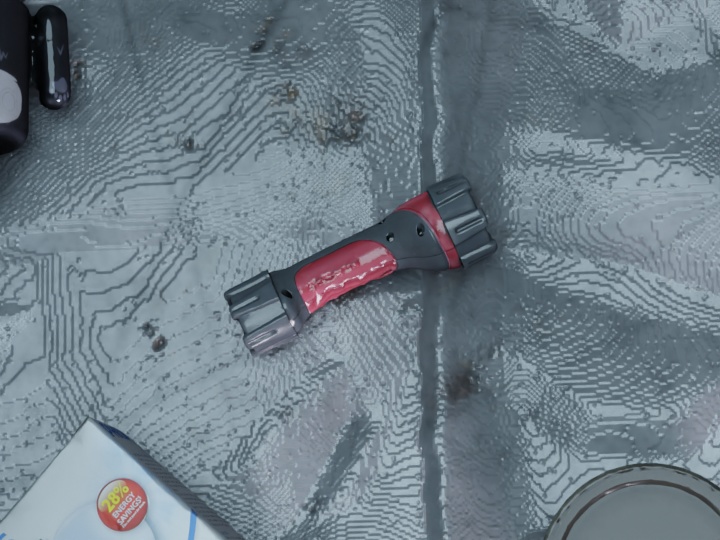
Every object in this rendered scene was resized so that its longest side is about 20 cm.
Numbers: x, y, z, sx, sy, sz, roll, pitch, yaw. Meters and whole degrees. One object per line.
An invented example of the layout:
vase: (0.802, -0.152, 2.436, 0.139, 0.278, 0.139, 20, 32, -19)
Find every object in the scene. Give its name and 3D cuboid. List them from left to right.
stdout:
robot figurine: (-0.308, -0.154, 1.735, 0.124, 0.150, 0.202, -10, 77, 41)
light bulb box: (-0.173, 0.244, 1.648, 0.200, 0.125, 0.199, 39, 86, 10)
flashlight: (0.000, 0.000, 1.704, 0.199, 0.068, 0.068, -27, 74, -1)
coffee can: (0.194, 0.213, 1.579, 0.145, 0.200, 0.148, -1, 80, 5)
